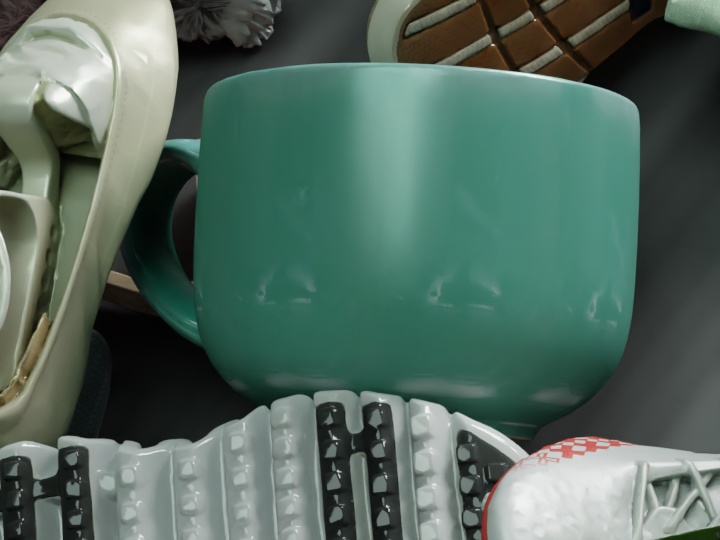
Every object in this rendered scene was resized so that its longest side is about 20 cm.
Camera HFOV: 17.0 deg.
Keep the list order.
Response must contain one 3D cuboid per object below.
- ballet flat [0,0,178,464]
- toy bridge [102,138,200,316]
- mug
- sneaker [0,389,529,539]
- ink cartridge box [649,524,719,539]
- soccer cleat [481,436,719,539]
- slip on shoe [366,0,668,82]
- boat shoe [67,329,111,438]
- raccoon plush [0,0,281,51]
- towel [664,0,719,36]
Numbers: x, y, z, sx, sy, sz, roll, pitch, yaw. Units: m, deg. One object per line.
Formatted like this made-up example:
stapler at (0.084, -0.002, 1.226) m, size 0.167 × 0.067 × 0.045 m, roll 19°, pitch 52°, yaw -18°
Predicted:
ballet flat at (-0.109, -0.028, 0.821) m, size 0.069 × 0.070 × 0.201 m, roll 4°, pitch 69°, yaw 15°
toy bridge at (-0.051, -0.018, 0.927) m, size 0.199 × 0.027 × 0.068 m, roll -9°, pitch 60°, yaw 8°
mug at (0.011, 0.000, 0.838) m, size 0.151 × 0.185 × 0.115 m, roll 5°, pitch 83°, yaw -25°
sneaker at (-0.031, 0.086, 0.783) m, size 0.199 × 0.081 × 0.076 m, roll -4°, pitch 68°, yaw 14°
ink cartridge box at (0.140, 0.139, 0.685) m, size 0.147 × 0.200 × 0.076 m, roll -12°, pitch 58°, yaw 6°
soccer cleat at (0.117, 0.080, 0.735) m, size 0.085 × 0.199 × 0.069 m, roll -28°, pitch 62°, yaw 39°
slip on shoe at (0.071, -0.118, 0.909) m, size 0.199 × 0.076 × 0.060 m, roll -32°, pitch 39°, yaw -30°
boat shoe at (-0.161, 0.098, 0.856) m, size 0.066 × 0.074 × 0.201 m, roll 18°, pitch 66°, yaw 22°
raccoon plush at (-0.137, -0.142, 1.011) m, size 0.199 × 0.097 × 0.135 m, roll 11°, pitch 43°, yaw -14°
towel at (0.224, -0.129, 0.896) m, size 0.199 × 0.023 × 0.153 m, roll 16°, pitch 64°, yaw 0°
